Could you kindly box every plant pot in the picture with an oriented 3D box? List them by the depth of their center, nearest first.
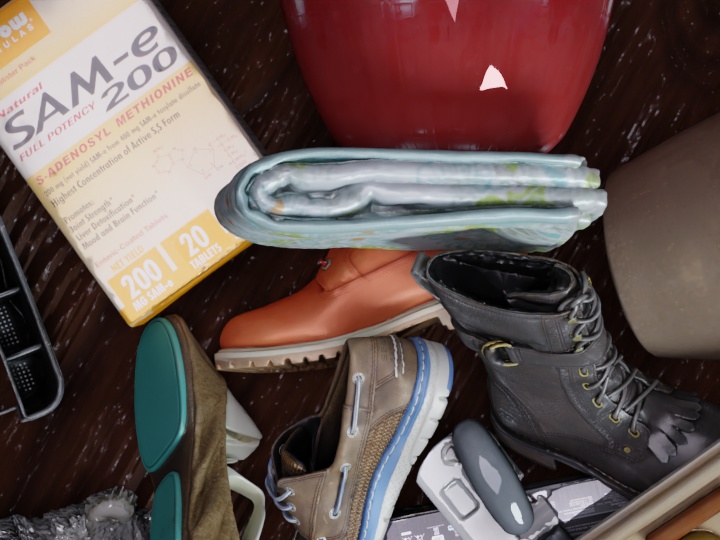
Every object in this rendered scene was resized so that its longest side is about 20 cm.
[{"bbox_3d":[0.237,-0.024,1.522,0.175,0.200,0.200,-13,91,20],"label":"plant pot"}]

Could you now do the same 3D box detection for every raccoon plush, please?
[{"bbox_3d":[-0.219,0.150,1.595,0.200,0.097,0.134,40,86,2],"label":"raccoon plush"}]

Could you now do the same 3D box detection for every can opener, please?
[{"bbox_3d":[0.106,0.175,1.540,0.053,0.066,0.200,-38,94,2],"label":"can opener"}]

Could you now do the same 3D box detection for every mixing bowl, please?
[{"bbox_3d":[0.049,-0.112,1.508,0.200,0.200,0.108,0,89,3],"label":"mixing bowl"}]

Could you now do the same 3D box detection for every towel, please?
[{"bbox_3d":[0.023,-0.035,1.469,0.200,0.171,0.048,1,85,-7],"label":"towel"}]

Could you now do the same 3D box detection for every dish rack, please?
[{"bbox_3d":[-0.294,0.046,1.593,0.200,0.055,0.153,-21,89,-10],"label":"dish rack"}]

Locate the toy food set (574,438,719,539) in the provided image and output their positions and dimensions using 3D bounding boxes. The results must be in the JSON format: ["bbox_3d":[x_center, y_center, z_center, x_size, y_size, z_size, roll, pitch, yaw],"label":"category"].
[{"bbox_3d":[0.212,0.179,1.478,0.200,0.060,0.144,-37,102,18],"label":"toy food set"}]

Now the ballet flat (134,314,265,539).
[{"bbox_3d":[-0.091,0.119,1.574,0.072,0.200,0.068,15,137,-28],"label":"ballet flat"}]

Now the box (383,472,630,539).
[{"bbox_3d":[0.123,0.204,1.593,0.200,0.048,0.158,-12,91,4],"label":"box"}]

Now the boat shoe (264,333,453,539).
[{"bbox_3d":[-0.017,0.119,1.565,0.072,0.072,0.200,16,112,-19],"label":"boat shoe"}]

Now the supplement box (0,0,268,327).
[{"bbox_3d":[-0.142,-0.083,1.586,0.126,0.074,0.200,-36,89,3],"label":"supplement box"}]

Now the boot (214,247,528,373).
[{"bbox_3d":[0.000,0.000,1.587,0.200,0.075,0.107,-18,87,-4],"label":"boot"}]

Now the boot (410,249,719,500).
[{"bbox_3d":[0.134,0.058,1.503,0.200,0.174,0.069,10,60,23],"label":"boot"}]
